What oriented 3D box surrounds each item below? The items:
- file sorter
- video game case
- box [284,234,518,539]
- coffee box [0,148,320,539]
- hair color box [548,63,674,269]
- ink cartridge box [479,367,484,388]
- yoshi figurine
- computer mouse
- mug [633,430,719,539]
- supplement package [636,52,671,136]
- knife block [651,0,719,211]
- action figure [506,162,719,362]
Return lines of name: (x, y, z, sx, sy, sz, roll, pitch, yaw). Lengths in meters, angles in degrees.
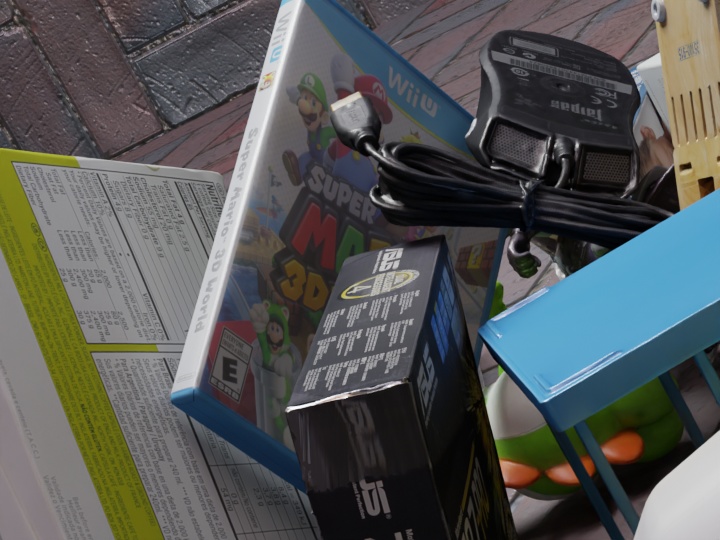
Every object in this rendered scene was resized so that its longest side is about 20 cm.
file sorter: (0.165, 0.033, 0.916, 0.199, 0.123, 0.139, -30, 10, -1)
video game case: (0.000, 0.000, 1.056, 0.018, 0.143, 0.201, -18, 47, 42)
box: (0.023, 0.090, 0.923, 0.049, 0.162, 0.200, -14, 12, 9)
coffee box: (-0.143, 0.089, 1.036, 0.199, 0.201, 0.197, -35, -20, 28)
hair color box: (0.145, -0.034, 1.346, 0.060, 0.100, 0.200, -25, 12, 20)
ink cartridge box: (0.018, 0.005, 1.338, 0.057, 0.163, 0.200, -25, 10, -2)
yoshi figurine: (0.041, 0.062, 1.142, 0.198, 0.113, 0.113, -7, -21, 4)
computer mouse: (0.052, -0.051, 1.065, 0.139, 0.046, 0.200, 11, 25, -8)
mug: (0.167, 0.088, 0.717, 0.153, 0.186, 0.150, -35, 45, 19)
supplement package: (0.246, -0.085, 1.263, 0.117, 0.118, 0.200, -32, 11, -17)
knife block: (0.212, -0.079, 1.034, 0.174, 0.202, 0.064, -7, -1, -14)
action figure: (0.125, -0.008, 1.164, 0.200, 0.129, 0.070, 150, 137, -75)
